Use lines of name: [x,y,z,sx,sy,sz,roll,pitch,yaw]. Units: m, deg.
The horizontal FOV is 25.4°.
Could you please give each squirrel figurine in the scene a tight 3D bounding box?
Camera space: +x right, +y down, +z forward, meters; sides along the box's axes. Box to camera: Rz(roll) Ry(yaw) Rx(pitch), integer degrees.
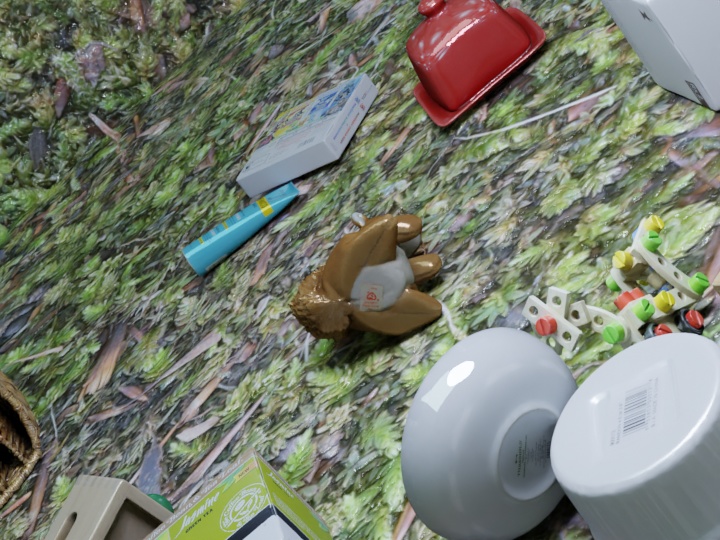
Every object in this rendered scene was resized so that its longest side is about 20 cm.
squirrel figurine: [0.000,0.000,1.951,0.199,0.142,0.187,-33,20,14]

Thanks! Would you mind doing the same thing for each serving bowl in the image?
serving bowl: [0.133,0.156,1.431,0.201,0.201,0.066,-50,36,-18]

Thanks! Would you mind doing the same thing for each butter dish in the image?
butter dish: [0.136,-0.330,2.262,0.199,0.148,0.200,-39,25,5]

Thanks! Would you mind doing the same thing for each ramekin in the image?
ramekin: [0.259,0.148,1.368,0.199,0.098,0.201,-33,26,19]

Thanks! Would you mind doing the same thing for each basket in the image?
basket: [-0.557,0.232,2.317,0.142,0.200,0.149,-37,22,6]

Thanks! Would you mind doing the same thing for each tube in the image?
tube: [-0.178,-0.068,2.431,0.199,0.051,0.077,-36,25,-2]

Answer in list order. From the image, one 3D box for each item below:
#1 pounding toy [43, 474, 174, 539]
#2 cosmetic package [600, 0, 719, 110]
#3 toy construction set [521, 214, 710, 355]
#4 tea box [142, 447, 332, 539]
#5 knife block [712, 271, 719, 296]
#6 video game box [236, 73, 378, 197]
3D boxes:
pounding toy: [-0.258,0.323,1.779,0.141,0.184,0.201,-5,52,52]
cosmetic package: [0.405,-0.323,1.832,0.200,0.165,0.165,-41,24,0]
toy construction set: [0.253,0.030,1.510,0.199,0.132,0.092,-25,-20,-36]
tea box: [-0.128,0.324,1.611,0.200,0.134,0.197,-41,24,3]
knife block: [0.411,0.002,1.421,0.201,0.064,0.175,-52,27,-21]
video game box: [-0.083,-0.211,2.509,0.199,0.047,0.183,-20,31,39]
